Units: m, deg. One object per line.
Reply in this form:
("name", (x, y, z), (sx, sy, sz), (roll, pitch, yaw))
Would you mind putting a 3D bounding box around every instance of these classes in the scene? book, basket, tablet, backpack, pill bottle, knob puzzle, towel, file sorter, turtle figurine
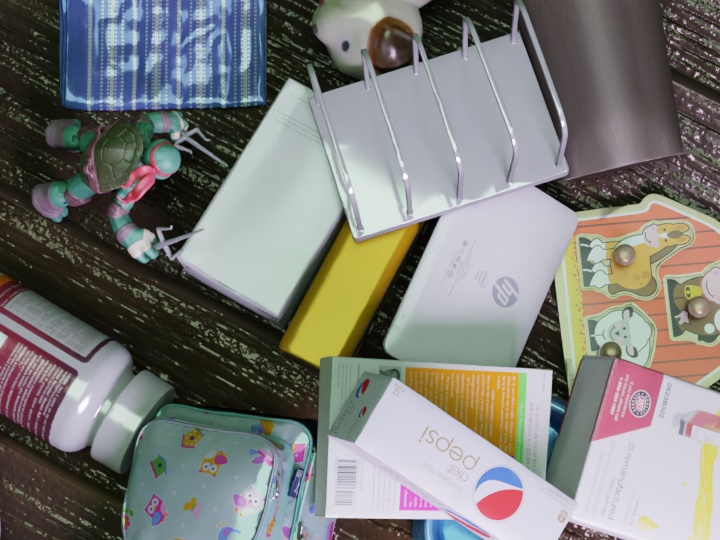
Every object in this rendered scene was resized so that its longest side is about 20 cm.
("book", (0.062, 0.145, 1.328), (0.200, 0.048, 0.134), (5, 83, -21))
("basket", (0.217, -0.190, 1.420), (0.136, 0.180, 0.200), (-12, 91, 8))
("tablet", (0.111, 0.010, 1.404), (0.130, 0.014, 0.200), (29, 79, -22))
("backpack", (-0.114, 0.221, 1.348), (0.176, 0.153, 0.200), (6, 87, 25))
("pill bottle", (-0.274, 0.094, 1.403), (0.200, 0.110, 0.110), (31, 82, 7))
("knob puzzle", (0.281, 0.024, 1.437), (0.219, 0.030, 0.220), (0, 79, 2))
("towel", (-0.190, -0.226, 1.501), (0.200, 0.024, 0.145), (-1, 81, 2))
("file sorter", (0.067, -0.132, 1.342), (0.200, 0.125, 0.139), (-18, 77, -2))
("turtle figurine", (-0.209, -0.093, 1.410), (0.200, 0.101, 0.150), (4, 61, 38))

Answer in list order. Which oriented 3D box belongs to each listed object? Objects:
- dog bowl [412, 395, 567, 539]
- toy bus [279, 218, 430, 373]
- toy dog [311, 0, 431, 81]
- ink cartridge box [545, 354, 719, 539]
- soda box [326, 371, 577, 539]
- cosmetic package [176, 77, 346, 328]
("dog bowl", (0.130, 0.197, 1.402), (0.111, 0.050, 0.200), (37, 82, 8))
("toy bus", (0.000, 0.000, 1.426), (0.065, 0.078, 0.200), (28, 82, 6))
("toy dog", (0.028, -0.271, 1.460), (0.194, 0.140, 0.200), (31, 79, -30))
("ink cartridge box", (0.274, 0.171, 1.356), (0.200, 0.083, 0.145), (19, 82, -13))
("soda box", (0.075, 0.162, 1.276), (0.200, 0.068, 0.064), (35, 78, -18))
("cosmetic package", (-0.069, -0.060, 1.439), (0.113, 0.081, 0.200), (32, 84, 7))
